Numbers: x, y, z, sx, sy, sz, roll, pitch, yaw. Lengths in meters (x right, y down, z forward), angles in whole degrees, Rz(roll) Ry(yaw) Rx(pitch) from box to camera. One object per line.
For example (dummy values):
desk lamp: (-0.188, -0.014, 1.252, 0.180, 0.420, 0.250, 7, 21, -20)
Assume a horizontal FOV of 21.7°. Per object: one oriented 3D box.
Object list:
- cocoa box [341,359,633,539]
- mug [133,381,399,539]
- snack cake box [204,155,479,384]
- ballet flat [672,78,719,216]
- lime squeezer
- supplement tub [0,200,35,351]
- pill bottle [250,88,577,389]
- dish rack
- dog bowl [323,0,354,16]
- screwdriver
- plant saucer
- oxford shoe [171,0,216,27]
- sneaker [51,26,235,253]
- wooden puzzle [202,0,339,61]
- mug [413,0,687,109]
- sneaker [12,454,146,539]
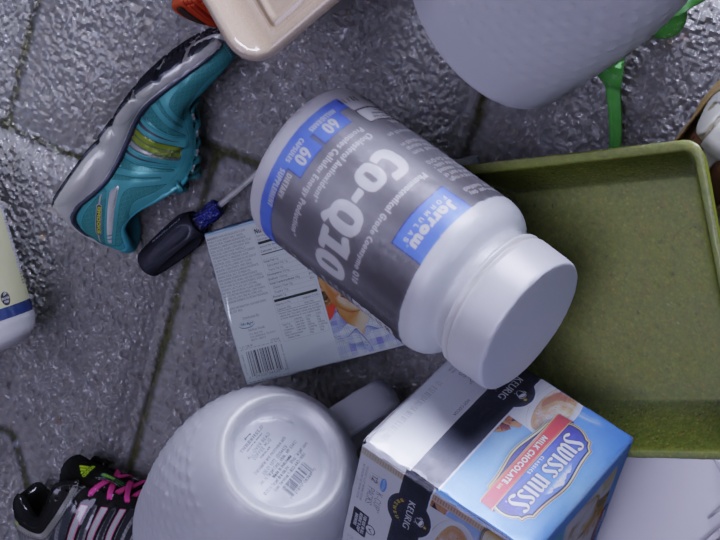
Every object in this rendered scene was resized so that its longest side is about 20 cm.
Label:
cocoa box: (0.074, 0.175, 1.233, 0.131, 0.133, 0.201, 32, 136, 20)
mug: (-0.054, 0.144, 1.309, 0.148, 0.199, 0.176, 50, 153, 10)
snack cake box: (0.000, 0.000, 1.333, 0.198, 0.067, 0.116, -14, 92, 24)
ballet flat: (0.227, -0.065, 1.228, 0.069, 0.063, 0.201, 40, 112, 13)
lime squeezer: (0.200, -0.145, 1.239, 0.071, 0.038, 0.201, 41, 111, 10)
supplement tub: (-0.340, -0.026, 1.426, 0.144, 0.145, 0.202, -14, 95, 24)
pill bottle: (0.034, -0.019, 1.201, 0.199, 0.113, 0.115, 37, 112, 26)
dish rack: (0.176, 0.149, 1.301, 0.172, 0.043, 0.200, 48, 114, 8)
dog bowl: (-0.044, -0.271, 1.261, 0.198, 0.059, 0.203, -8, 72, 25)
screwdriver: (-0.094, -0.057, 1.378, 0.200, 0.029, 0.028, -39, 85, 29)
plant saucer: (0.163, 0.018, 1.211, 0.199, 0.048, 0.202, -4, 103, 42)
oxford shoe: (-0.045, -0.220, 1.321, 0.198, 0.071, 0.073, -11, 70, 25)
sneaker: (-0.146, -0.097, 1.384, 0.079, 0.078, 0.200, 37, 118, -7)
wooden puzzle: (-0.029, -0.249, 1.192, 0.199, 0.037, 0.186, -36, 59, 9)
mug: (0.142, -0.225, 1.179, 0.147, 0.202, 0.175, 30, 142, -26)
sneaker: (-0.192, 0.180, 1.442, 0.198, 0.074, 0.088, -21, 98, 29)
